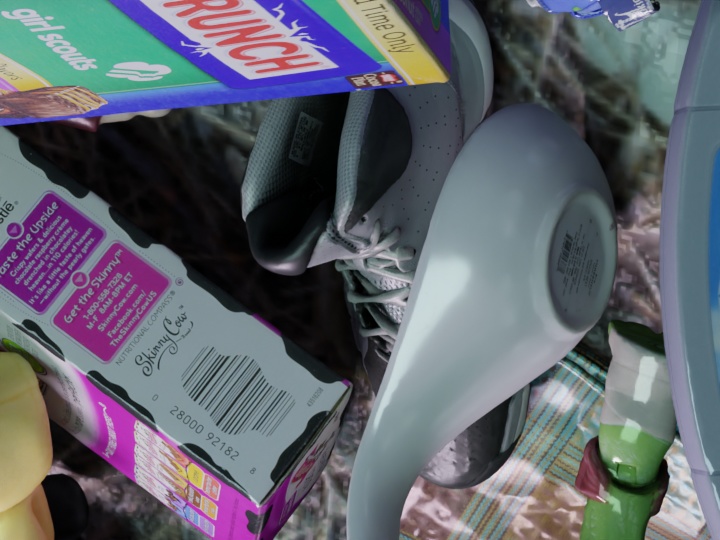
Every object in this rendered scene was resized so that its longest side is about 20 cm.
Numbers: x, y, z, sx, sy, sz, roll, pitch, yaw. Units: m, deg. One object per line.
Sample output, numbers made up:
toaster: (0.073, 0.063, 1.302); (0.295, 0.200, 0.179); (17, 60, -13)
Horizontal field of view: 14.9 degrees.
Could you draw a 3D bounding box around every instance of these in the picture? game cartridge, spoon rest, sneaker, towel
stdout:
game cartridge: (0.165, 0.004, 0.897); (0.133, 0.040, 0.200); (-3, 89, 1)
spoon rest: (0.040, 0.036, 0.960); (0.061, 0.200, 0.099); (4, 157, 34)
sneaker: (0.000, 0.000, 0.986); (0.075, 0.115, 0.200); (3, 111, 33)
towel: (0.109, 0.117, 1.064); (0.200, 0.022, 0.147); (33, 124, 7)

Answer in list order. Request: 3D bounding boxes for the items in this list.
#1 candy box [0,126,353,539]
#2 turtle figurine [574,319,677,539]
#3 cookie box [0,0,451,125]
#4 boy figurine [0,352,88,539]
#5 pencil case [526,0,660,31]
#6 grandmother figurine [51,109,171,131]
candy box: (-0.102, 0.022, 1.049); (0.200, 0.061, 0.136); (36, 165, 5)
turtle figurine: (0.110, 0.124, 1.011); (0.144, 0.200, 0.194); (31, 104, 42)
cookie box: (-0.085, -0.104, 0.839); (0.200, 0.171, 0.075); (-5, 76, 13)
boy figurine: (-0.144, 0.081, 1.073); (0.200, 0.064, 0.124); (85, 160, -65)
pencil case: (0.041, -0.171, 0.909); (0.087, 0.078, 0.200); (-40, 93, 14)
grandmother figurine: (-0.107, -0.104, 0.974); (0.200, 0.061, 0.121); (-31, 92, -1)
